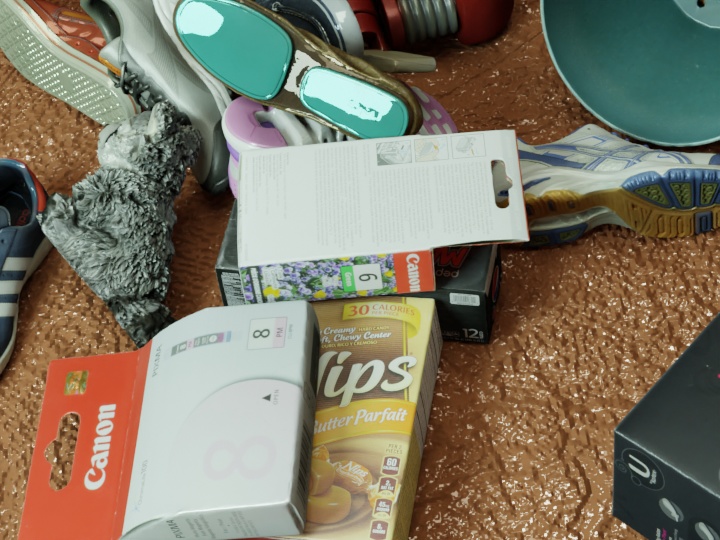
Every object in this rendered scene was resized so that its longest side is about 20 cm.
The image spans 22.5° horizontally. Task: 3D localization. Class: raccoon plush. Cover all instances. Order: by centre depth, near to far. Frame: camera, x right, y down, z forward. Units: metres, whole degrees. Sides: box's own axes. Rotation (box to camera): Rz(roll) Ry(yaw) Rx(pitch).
[{"bbox_3d":[-0.139,-0.025,1.323,0.134,0.097,0.200,-40,84,-2],"label":"raccoon plush"}]

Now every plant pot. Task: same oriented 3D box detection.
[{"bbox_3d":[0.255,-0.211,1.381,0.199,0.201,0.135,21,32,22],"label":"plant pot"}]

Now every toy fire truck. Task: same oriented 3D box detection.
[{"bbox_3d":[0.047,-0.210,1.441,0.175,0.129,0.201,-14,60,-4],"label":"toy fire truck"}]

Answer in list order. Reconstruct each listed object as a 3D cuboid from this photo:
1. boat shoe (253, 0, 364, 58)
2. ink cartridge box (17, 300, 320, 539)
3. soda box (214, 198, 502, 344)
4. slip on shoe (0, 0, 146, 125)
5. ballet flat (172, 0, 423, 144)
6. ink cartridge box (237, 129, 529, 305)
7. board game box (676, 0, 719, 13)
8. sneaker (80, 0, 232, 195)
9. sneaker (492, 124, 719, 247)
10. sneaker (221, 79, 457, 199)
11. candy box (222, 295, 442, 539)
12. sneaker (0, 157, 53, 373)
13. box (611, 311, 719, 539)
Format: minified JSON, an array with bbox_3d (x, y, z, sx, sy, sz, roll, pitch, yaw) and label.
[{"bbox_3d":[-0.076,-0.181,1.424,0.091,0.071,0.200,-26,23,-21],"label":"boat shoe"},{"bbox_3d":[-0.129,0.103,1.195,0.199,0.057,0.163,-3,51,8],"label":"ink cartridge box"},{"bbox_3d":[0.000,0.000,1.309,0.199,0.064,0.071,5,52,11],"label":"soda box"},{"bbox_3d":[-0.239,-0.185,1.486,0.200,0.074,0.061,34,55,24],"label":"slip on shoe"},{"bbox_3d":[-0.042,-0.150,1.328,0.199,0.068,0.072,24,18,7],"label":"ballet flat"},{"bbox_3d":[0.015,-0.038,1.265,0.199,0.051,0.109,-5,50,3],"label":"ink cartridge box"},{"bbox_3d":[0.262,-0.286,1.520,0.199,0.037,0.152,20,57,22],"label":"board game box"},{"bbox_3d":[-0.155,-0.144,1.405,0.079,0.074,0.201,-19,75,-30],"label":"sneaker"},{"bbox_3d":[0.193,-0.075,1.336,0.198,0.076,0.089,-2,51,5],"label":"sneaker"},{"bbox_3d":[-0.020,-0.089,1.378,0.199,0.089,0.081,-9,45,-29],"label":"sneaker"},{"bbox_3d":[-0.016,0.110,1.228,0.115,0.055,0.201,3,53,12],"label":"candy box"},{"bbox_3d":[-0.285,0.001,1.331,0.074,0.085,0.201,5,53,11],"label":"sneaker"},{"bbox_3d":[0.271,0.139,1.134,0.199,0.106,0.122,32,61,29],"label":"box"}]
